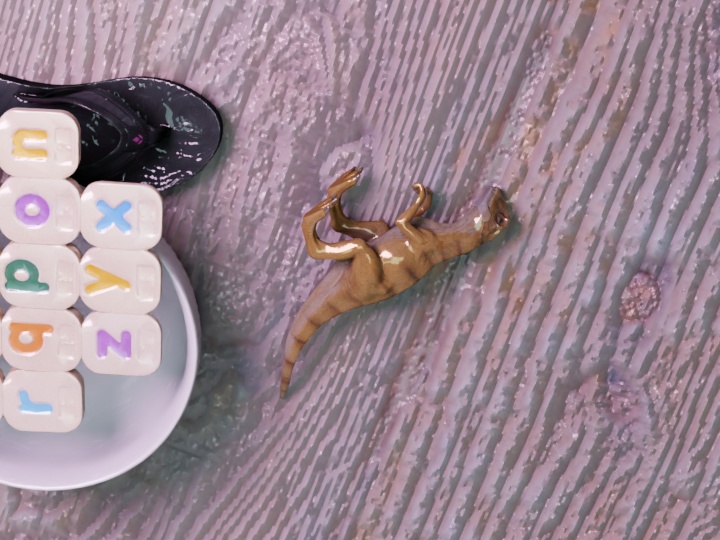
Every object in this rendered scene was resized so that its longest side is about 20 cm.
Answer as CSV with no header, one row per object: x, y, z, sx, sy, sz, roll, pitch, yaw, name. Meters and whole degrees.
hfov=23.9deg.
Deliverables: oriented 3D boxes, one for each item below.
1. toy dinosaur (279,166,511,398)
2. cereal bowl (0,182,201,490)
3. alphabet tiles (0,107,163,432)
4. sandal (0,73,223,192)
0.000,0.000,1.073,0.199,0.060,0.106,-32,105,11,toy dinosaur
-0.197,0.034,1.078,0.199,0.083,0.201,1,107,2,cereal bowl
-0.215,0.000,1.017,0.194,0.015,0.201,2,108,1,alphabet tiles
-0.187,-0.084,1.059,0.199,0.048,0.076,5,107,1,sandal
